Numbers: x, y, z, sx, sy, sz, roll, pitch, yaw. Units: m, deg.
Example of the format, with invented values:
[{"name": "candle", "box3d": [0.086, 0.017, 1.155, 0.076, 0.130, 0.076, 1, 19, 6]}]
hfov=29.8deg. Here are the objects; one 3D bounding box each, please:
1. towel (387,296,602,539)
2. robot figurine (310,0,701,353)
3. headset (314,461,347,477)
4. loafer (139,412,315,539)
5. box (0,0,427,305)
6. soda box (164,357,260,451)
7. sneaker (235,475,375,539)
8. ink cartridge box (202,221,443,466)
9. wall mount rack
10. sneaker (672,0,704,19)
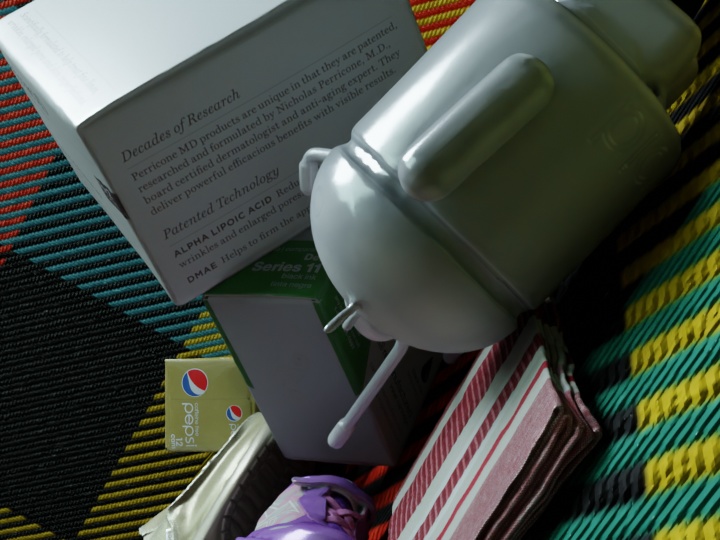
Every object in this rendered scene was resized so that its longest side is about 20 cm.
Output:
[{"name": "towel", "box3d": [0.050, 0.090, 0.586, 0.144, 0.023, 0.200, -60, 4, 13]}, {"name": "robot figurine", "box3d": [0.058, -0.045, 0.592, 0.200, 0.113, 0.170, -46, -18, 3]}, {"name": "headset", "box3d": [-0.015, 0.059, 0.989, 0.124, 0.094, 0.200, 93, -167, -84]}, {"name": "loafer", "box3d": [-0.100, 0.168, 0.854, 0.200, 0.068, 0.076, -58, -40, -20]}, {"name": "box", "box3d": [-0.085, -0.116, 0.811, 0.200, 0.131, 0.199, -32, 36, -11]}, {"name": "soda box", "box3d": [-0.077, 0.095, 0.998, 0.200, 0.068, 0.064, 9, -101, -76]}, {"name": "sneaker", "box3d": [-0.025, 0.148, 0.735, 0.089, 0.080, 0.200, -54, 1, -19]}, {"name": "ink cartridge box", "box3d": [0.000, 0.000, 0.850, 0.200, 0.083, 0.147, -63, -38, -40]}, {"name": "wall mount rack", "box3d": [0.035, 0.001, 0.740, 0.200, 0.074, 0.174, -30, -60, -45]}, {"name": "sneaker", "box3d": [0.170, -0.184, 0.657, 0.200, 0.075, 0.106, -39, -20, 23]}]
